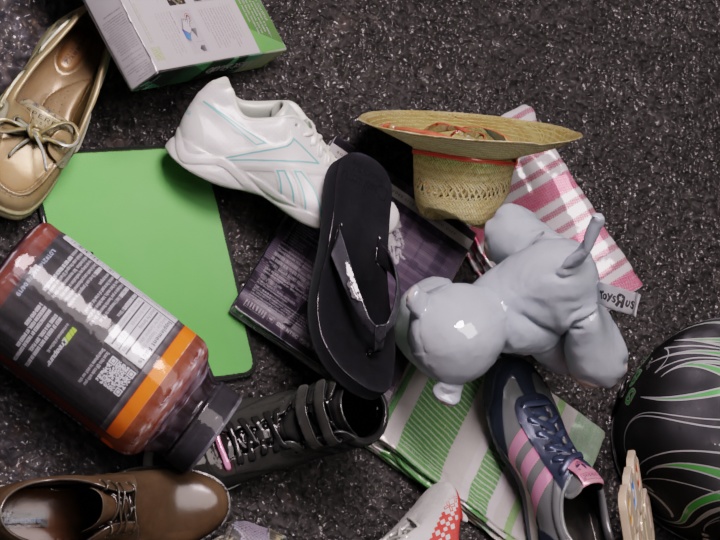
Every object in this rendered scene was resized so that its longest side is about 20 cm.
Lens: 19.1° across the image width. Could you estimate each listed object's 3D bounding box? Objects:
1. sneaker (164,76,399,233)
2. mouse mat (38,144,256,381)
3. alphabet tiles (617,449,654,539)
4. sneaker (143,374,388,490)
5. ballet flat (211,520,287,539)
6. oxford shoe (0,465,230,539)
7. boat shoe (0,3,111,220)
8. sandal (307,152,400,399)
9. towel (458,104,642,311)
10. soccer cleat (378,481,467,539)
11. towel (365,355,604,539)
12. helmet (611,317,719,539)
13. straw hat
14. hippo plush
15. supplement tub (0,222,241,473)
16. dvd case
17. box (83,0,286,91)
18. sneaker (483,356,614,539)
[{"bbox_3d":[-0.052,-0.087,1.710,0.199,0.070,0.081,24,101,-15],"label":"sneaker"},{"bbox_3d":[-0.170,-0.004,1.679,0.160,0.008,0.201,-5,73,-33],"label":"mouse mat"},{"bbox_3d":[0.226,0.255,1.726,0.200,0.015,0.197,-52,134,-71],"label":"alphabet tiles"},{"bbox_3d":[-0.066,0.120,1.636,0.199,0.099,0.071,-11,79,-33],"label":"sneaker"},{"bbox_3d":[-0.130,0.259,1.572,0.072,0.072,0.200,45,55,-8],"label":"ballet flat"},{"bbox_3d":[-0.179,0.179,1.542,0.199,0.084,0.073,-5,82,-27],"label":"oxford shoe"},{"bbox_3d":[-0.242,-0.130,1.645,0.073,0.063,0.201,28,56,-16],"label":"boat shoe"},{"bbox_3d":[-0.001,-0.001,1.651,0.076,0.043,0.201,14,65,-36],"label":"sandal"},{"bbox_3d":[0.151,-0.039,1.874,0.146,0.030,0.201,-31,89,-37],"label":"towel"},{"bbox_3d":[0.018,0.238,1.662,0.085,0.069,0.201,39,61,-18],"label":"soccer cleat"},{"bbox_3d":[0.106,0.138,1.780,0.200,0.023,0.153,36,56,-14],"label":"towel"},{"bbox_3d":[0.327,0.133,1.812,0.199,0.191,0.201,12,64,-27],"label":"helmet"},{"bbox_3d":[0.085,-0.080,1.780,0.200,0.201,0.086,-2,101,-32],"label":"straw hat"},{"bbox_3d":[0.116,0.051,1.694,0.160,0.200,0.160,-30,105,-13],"label":"hippo plush"},{"bbox_3d":[-0.186,0.063,1.567,0.200,0.107,0.107,38,56,-3],"label":"supplement tub"},{"bbox_3d":[-0.003,0.001,1.760,0.148,0.016,0.200,34,56,-7],"label":"dvd case"},{"bbox_3d":[-0.151,-0.223,1.713,0.200,0.036,0.145,-20,81,-58],"label":"box"},{"bbox_3d":[0.164,0.157,1.745,0.070,0.082,0.201,-13,78,-34],"label":"sneaker"}]
